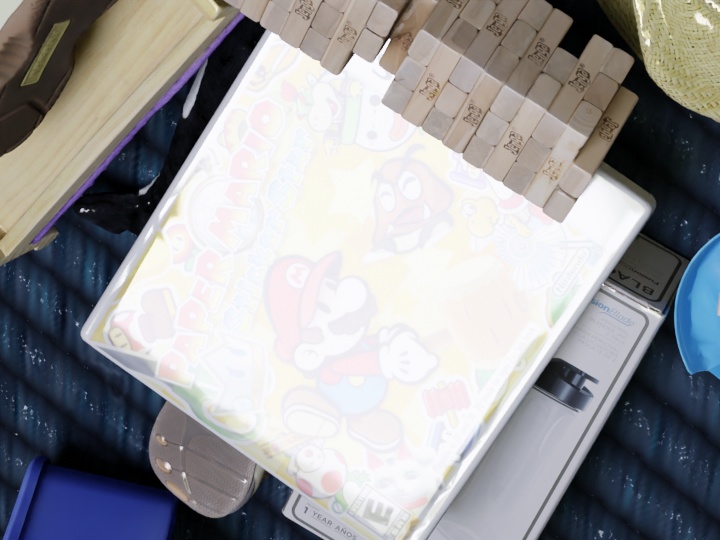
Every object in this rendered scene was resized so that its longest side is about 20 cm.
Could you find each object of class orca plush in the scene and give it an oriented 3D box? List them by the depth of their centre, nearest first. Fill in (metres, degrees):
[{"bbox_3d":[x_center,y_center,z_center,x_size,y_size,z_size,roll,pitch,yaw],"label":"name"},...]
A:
[{"bbox_3d":[-0.064,-0.070,1.102,0.200,0.071,0.105,-31,99,30],"label":"orca plush"}]

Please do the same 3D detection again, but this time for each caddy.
[{"bbox_3d":[-0.155,0.180,1.189,0.105,0.200,0.142,11,116,-2],"label":"caddy"}]

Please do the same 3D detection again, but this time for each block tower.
[{"bbox_3d":[0.019,-0.105,0.989,0.200,0.058,0.054,33,142,2],"label":"block tower"}]

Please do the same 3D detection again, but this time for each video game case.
[{"bbox_3d":[0.000,0.000,1.053,0.182,0.023,0.200,35,107,4],"label":"video game case"}]

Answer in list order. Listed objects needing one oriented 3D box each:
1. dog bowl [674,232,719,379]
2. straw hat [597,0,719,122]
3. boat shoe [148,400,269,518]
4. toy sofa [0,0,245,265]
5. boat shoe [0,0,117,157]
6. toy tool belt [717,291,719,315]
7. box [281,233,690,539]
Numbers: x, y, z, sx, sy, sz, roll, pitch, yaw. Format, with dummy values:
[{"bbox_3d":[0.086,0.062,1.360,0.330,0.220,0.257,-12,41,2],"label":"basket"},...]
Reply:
[{"bbox_3d":[0.214,0.057,1.064,0.111,0.050,0.201,-15,106,26],"label":"dog bowl"},{"bbox_3d":[0.151,-0.109,0.962,0.200,0.085,0.202,21,135,23],"label":"straw hat"},{"bbox_3d":[-0.035,0.031,1.139,0.076,0.072,0.200,44,128,12],"label":"boat shoe"},{"bbox_3d":[-0.121,-0.096,1.093,0.083,0.098,0.200,48,121,4],"label":"toy sofa"},{"bbox_3d":[-0.140,-0.134,0.995,0.076,0.072,0.200,49,122,15],"label":"boat shoe"},{"bbox_3d":[0.196,-0.017,0.912,0.200,0.123,0.125,-27,62,50],"label":"toy tool belt"},{"bbox_3d":[0.057,0.056,1.119,0.116,0.060,0.200,29,121,7],"label":"box"}]
